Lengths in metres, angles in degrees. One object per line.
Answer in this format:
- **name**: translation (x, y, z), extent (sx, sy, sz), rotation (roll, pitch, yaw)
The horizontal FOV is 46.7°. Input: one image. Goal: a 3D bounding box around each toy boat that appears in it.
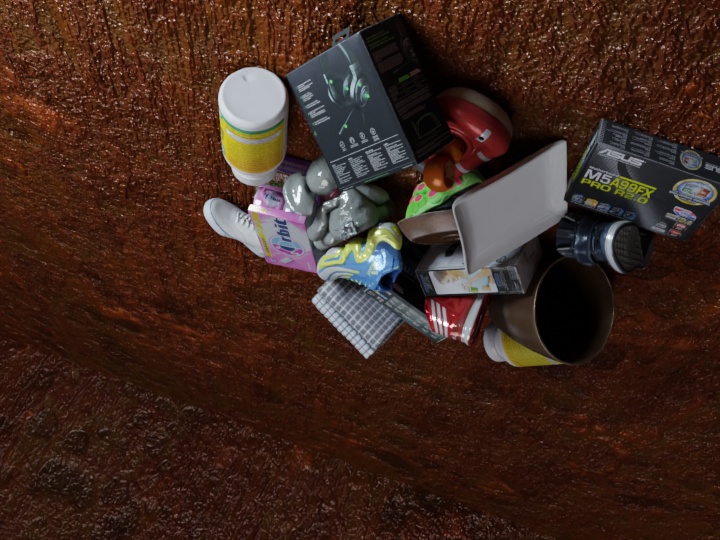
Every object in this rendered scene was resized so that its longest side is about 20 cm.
- **toy boat**: translation (0.129, -0.174, 1.224), extent (0.129, 0.133, 0.199), rotation (31, 153, -21)

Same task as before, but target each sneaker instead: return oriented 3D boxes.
- **sneaker**: translation (-0.235, -0.096, 1.732), extent (0.070, 0.075, 0.199), rotation (-16, 146, 38)
- **sneaker**: translation (0.361, -0.047, 1.291), extent (0.144, 0.079, 0.201), rotation (17, -177, 30)
- **sneaker**: translation (0.180, 0.035, 1.515), extent (0.113, 0.202, 0.079), rotation (14, 140, 17)
- **sneaker**: translation (0.000, 0.000, 1.460), extent (0.075, 0.107, 0.199), rotation (0, 157, -43)
- **sneaker**: translation (0.142, -0.114, 1.396), extent (0.083, 0.078, 0.199), rotation (31, 155, -21)

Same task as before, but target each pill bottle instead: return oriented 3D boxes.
- **pill bottle**: translation (-0.175, -0.228, 1.371), extent (0.111, 0.115, 0.201), rotation (19, 155, 2)
- **pill bottle**: translation (0.347, 0.133, 1.670), extent (0.112, 0.114, 0.198), rotation (37, 150, -31)

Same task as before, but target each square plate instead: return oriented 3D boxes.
- **square plate**: translation (0.233, -0.098, 1.292), extent (0.029, 0.196, 0.201), rotation (57, 175, 33)

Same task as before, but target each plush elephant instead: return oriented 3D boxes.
- **plush elephant**: translation (-0.041, -0.133, 1.431), extent (0.162, 0.157, 0.200), rotation (-26, -178, 5)

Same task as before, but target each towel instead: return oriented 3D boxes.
- **towel**: translation (0.022, 0.046, 1.618), extent (0.165, 0.200, 0.086), rotation (42, 140, 4)

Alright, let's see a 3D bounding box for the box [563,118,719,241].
- **box**: translation (0.412, -0.126, 1.206), extent (0.196, 0.045, 0.161), rotation (19, 155, 4)

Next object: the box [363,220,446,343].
- **box**: translation (0.095, 0.020, 1.584), extent (0.199, 0.161, 0.046), rotation (36, 131, -27)

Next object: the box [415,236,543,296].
- **box**: translation (0.208, -0.015, 1.467), extent (0.196, 0.117, 0.061), rotation (-3, 125, 34)

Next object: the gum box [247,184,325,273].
- **gum box**: translation (-0.135, -0.080, 1.582), extent (0.111, 0.067, 0.201), rotation (12, 153, 12)

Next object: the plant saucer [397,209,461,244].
- **plant saucer**: translation (0.160, -0.071, 1.402), extent (0.195, 0.035, 0.200), rotation (-3, 175, 0)

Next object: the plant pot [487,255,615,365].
- **plant pot**: translation (0.324, 0.067, 1.515), extent (0.185, 0.190, 0.199), rotation (33, 166, -24)

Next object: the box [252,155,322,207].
- **box**: translation (-0.135, -0.145, 1.581), extent (0.134, 0.040, 0.201), rotation (15, 153, 10)

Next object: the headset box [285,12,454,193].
- **headset box**: translation (0.008, -0.234, 1.162), extent (0.172, 0.092, 0.203), rotation (-14, 106, 50)
